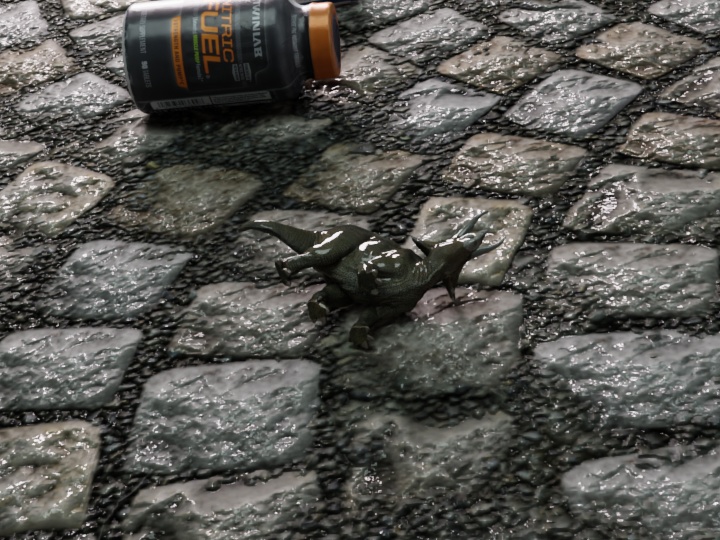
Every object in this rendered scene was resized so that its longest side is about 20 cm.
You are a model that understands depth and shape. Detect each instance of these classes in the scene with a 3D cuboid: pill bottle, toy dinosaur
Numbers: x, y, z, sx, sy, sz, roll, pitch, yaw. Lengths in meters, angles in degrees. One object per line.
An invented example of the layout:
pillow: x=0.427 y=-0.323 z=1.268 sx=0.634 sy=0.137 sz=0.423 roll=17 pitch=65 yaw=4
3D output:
pill bottle: x=-0.119 y=-0.211 z=1.380 sx=0.198 sy=0.107 sz=0.107 roll=-5 pitch=33 yaw=6
toy dinosaur: x=0.000 y=0.000 z=1.086 sx=0.198 sy=0.078 sz=0.102 roll=8 pitch=24 yaw=32

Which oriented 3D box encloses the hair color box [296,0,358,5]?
hair color box: x=-0.059 y=-0.360 z=1.630 sx=0.099 sy=0.061 sz=0.201 roll=-8 pitch=34 yaw=0
